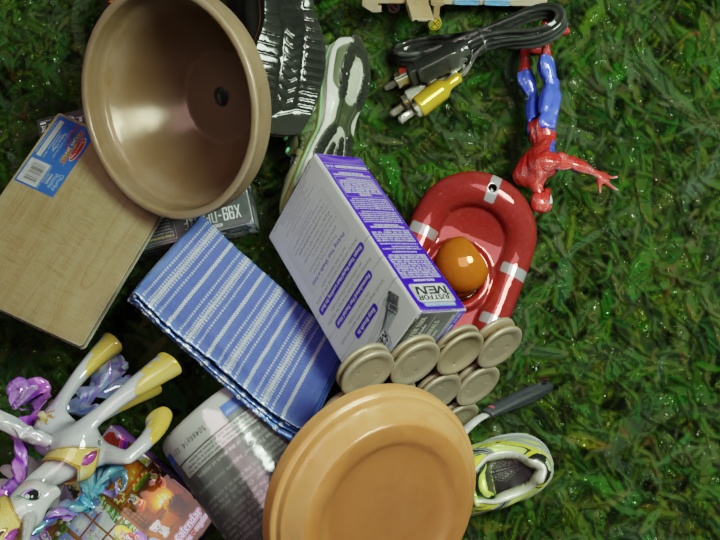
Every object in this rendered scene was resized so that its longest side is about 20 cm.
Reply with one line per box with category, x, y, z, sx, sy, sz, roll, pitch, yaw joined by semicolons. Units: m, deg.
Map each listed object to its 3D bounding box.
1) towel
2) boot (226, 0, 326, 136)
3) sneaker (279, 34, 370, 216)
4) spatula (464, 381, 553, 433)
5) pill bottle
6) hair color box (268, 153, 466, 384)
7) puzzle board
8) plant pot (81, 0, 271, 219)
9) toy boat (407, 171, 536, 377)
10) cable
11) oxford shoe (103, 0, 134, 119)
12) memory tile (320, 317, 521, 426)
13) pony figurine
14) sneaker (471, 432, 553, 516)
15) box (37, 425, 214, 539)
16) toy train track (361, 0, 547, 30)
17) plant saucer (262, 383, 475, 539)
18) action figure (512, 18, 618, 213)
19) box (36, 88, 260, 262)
towel;-0.102;0.049;0.797;0.200;0.145;0.024;42;126;-9
boot;-0.096;-0.234;0.882;0.076;0.138;0.204;3;91;-28
sneaker;-0.054;-0.146;0.892;0.087;0.077;0.203;12;78;30
spatula;0.108;0.147;0.813;0.198;0.056;0.021;-26;104;-26
pill bottle;-0.081;0.207;0.790;0.113;0.114;0.201;-37;80;-6
hair color box;0.000;0.000;0.796;0.064;0.110;0.201;0;46;-40
puzzle board;-0.273;-0.042;0.817;0.149;0.017;0.202;22;67;8
plant pot;-0.151;-0.154;0.790;0.198;0.092;0.205;8;107;28
toy boat;0.093;0.000;0.819;0.129;0.131;0.203;22;80;4
cable;0.112;-0.222;0.891;0.197;0.051;0.098;-23;46;4
oxford shoe;-0.240;-0.240;0.870;0.070;0.073;0.203;-2;61;7
memory tile;0.047;0.110;0.766;0.197;0.155;0.017;-6;43;-34
pony figurine;-0.267;0.144;0.752;0.200;0.191;0.168;-44;126;-31
sneaker;0.085;0.197;0.811;0.197;0.076;0.077;-19;82;-1
box;-0.244;0.269;0.818;0.136;0.039;0.201;36;81;7
toy train track;0.097;-0.279;0.918;0.196;0.033;0.116;-1;44;-6
plant saucer;0.017;0.195;0.710;0.197;0.037;0.204;-6;104;-27
action figure;0.204;-0.143;0.876;0.098;0.065;0.203;19;66;-24
box;-0.214;-0.096;0.881;0.197;0.050;0.160;-14;80;-2
